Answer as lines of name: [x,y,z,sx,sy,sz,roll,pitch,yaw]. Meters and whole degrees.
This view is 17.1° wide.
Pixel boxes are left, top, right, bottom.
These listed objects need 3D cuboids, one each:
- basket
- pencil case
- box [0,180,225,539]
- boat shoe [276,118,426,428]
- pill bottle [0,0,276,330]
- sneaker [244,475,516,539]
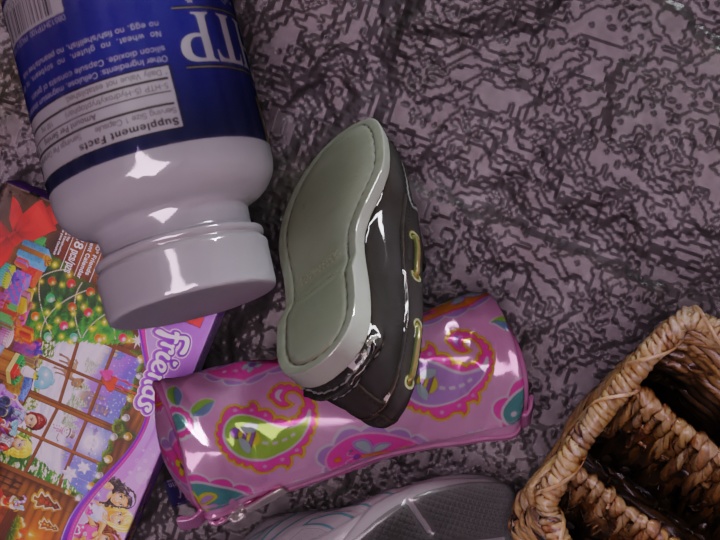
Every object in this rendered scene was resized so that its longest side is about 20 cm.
basket: [0.185,0.138,1.215,0.200,0.149,0.143,39,70,1]
pencil case: [-0.010,0.074,1.267,0.200,0.087,0.087,-16,92,-6]
box: [-0.167,0.067,1.319,0.137,0.039,0.200,22,95,3]
boat shoe: [0.000,0.000,1.240,0.072,0.201,0.061,-33,120,29]
pill bottle: [-0.111,-0.077,1.247,0.120,0.120,0.200,-16,81,6]
sneaker: [-0.012,0.150,1.286,0.200,0.080,0.070,-19,113,-13]
